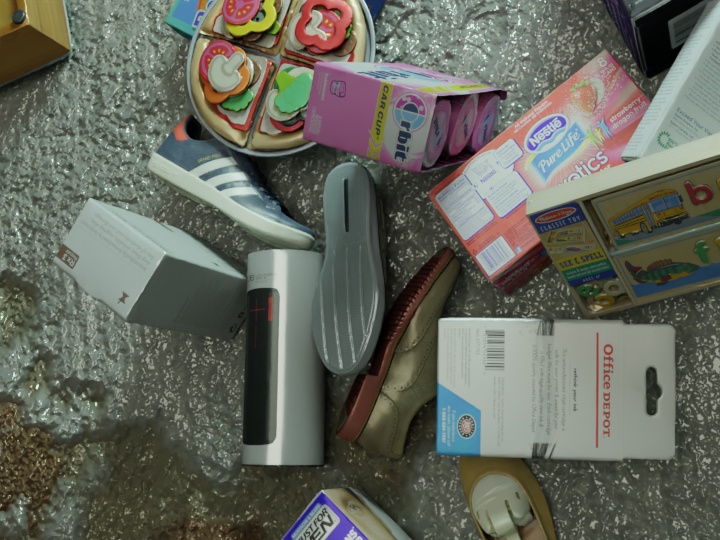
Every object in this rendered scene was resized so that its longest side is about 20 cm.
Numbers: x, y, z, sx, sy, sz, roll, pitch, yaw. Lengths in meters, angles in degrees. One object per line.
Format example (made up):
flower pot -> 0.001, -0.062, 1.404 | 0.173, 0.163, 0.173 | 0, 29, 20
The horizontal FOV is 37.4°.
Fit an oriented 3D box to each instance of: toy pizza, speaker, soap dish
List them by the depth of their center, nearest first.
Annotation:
speaker -> -0.071, 0.083, 1.010 | 0.080, 0.081, 0.204 | -2, 81, 19
toy pizza -> -0.082, -0.210, 1.032 | 0.197, 0.032, 0.204 | -4, 77, 15
soap dish -> -0.415, -0.313, 1.196 | 0.155, 0.081, 0.203 | -18, 74, 16

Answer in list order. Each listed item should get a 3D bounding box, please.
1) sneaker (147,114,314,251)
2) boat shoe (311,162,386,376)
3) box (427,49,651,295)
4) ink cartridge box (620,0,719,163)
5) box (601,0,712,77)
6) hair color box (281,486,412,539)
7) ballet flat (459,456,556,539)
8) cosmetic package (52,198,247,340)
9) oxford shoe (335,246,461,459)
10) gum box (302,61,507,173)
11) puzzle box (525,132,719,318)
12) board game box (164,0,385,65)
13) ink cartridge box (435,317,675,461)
sneaker -> -0.118, -0.092, 1.060 | 0.198, 0.075, 0.085 | 30, 84, 17
boat shoe -> 0.000, 0.000, 0.997 | 0.071, 0.062, 0.204 | -4, 74, 28
box -> 0.172, -0.082, 0.942 | 0.199, 0.095, 0.103 | -39, 71, 9
ink cartridge box -> 0.339, -0.126, 0.865 | 0.195, 0.043, 0.202 | 31, 90, -15
box -> 0.242, -0.297, 0.925 | 0.103, 0.148, 0.202 | -29, 72, 13
hair color box -> 0.033, 0.280, 0.924 | 0.199, 0.109, 0.065 | 41, 95, 20
ballet flat -> 0.139, 0.235, 0.918 | 0.068, 0.063, 0.202 | -30, 72, 12
cosmetic package -> -0.183, 0.003, 0.997 | 0.101, 0.200, 0.075 | 33, 93, 20
oxford shoe -> 0.051, 0.077, 0.986 | 0.074, 0.070, 0.202 | 28, 89, -6
gum box -> 0.047, -0.140, 0.946 | 0.112, 0.199, 0.067 | 18, 107, 21
puzzle box -> 0.247, -0.035, 0.844 | 0.198, 0.134, 0.026 | -17, 38, 28
board game box -> -0.085, -0.276, 1.091 | 0.198, 0.045, 0.154 | 29, 91, 22
ink cartridge box -> 0.165, 0.100, 0.913 | 0.196, 0.068, 0.118 | 1, 87, 7
